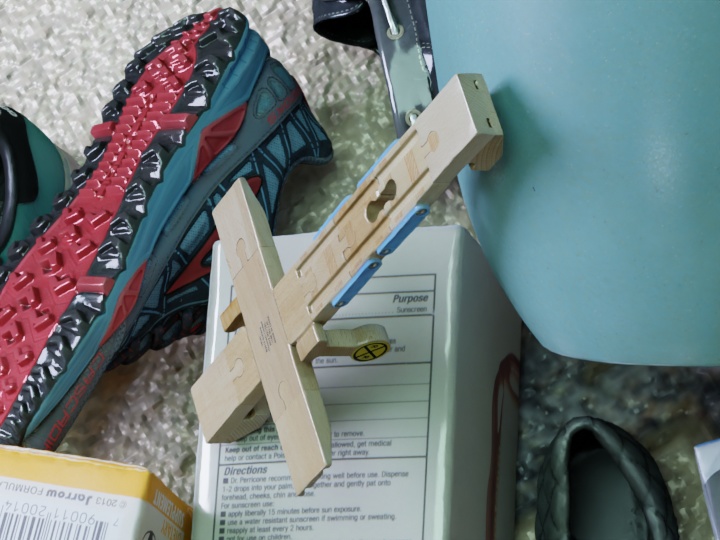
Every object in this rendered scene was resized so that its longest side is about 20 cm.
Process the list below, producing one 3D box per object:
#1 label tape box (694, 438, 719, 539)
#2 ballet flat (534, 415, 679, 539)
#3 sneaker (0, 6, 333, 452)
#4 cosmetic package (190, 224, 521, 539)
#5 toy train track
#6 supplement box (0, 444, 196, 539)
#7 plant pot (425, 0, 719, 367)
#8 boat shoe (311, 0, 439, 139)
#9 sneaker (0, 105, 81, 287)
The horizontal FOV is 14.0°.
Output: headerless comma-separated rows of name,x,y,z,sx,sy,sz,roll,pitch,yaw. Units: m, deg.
label tape box,0.209,0.138,0.998,0.143,0.066,0.200,-17,65,12
ballet flat,0.092,0.148,1.038,0.066,0.057,0.200,-17,66,12
sneaker,-0.072,0.000,1.123,0.079,0.096,0.200,4,58,53
cosmetic package,-0.001,0.093,1.072,0.103,0.087,0.201,-2,70,20
toy train track,0.000,0.000,0.987,0.200,0.032,0.115,-49,50,47
supplement box,-0.108,0.177,1.055,0.073,0.126,0.201,7,73,19
plant pot,0.120,-0.055,0.980,0.200,0.201,0.161,-1,97,18
boat shoe,0.005,-0.123,1.161,0.067,0.072,0.200,-27,65,2
sneaker,-0.165,0.029,1.152,0.071,0.080,0.201,2,71,24
